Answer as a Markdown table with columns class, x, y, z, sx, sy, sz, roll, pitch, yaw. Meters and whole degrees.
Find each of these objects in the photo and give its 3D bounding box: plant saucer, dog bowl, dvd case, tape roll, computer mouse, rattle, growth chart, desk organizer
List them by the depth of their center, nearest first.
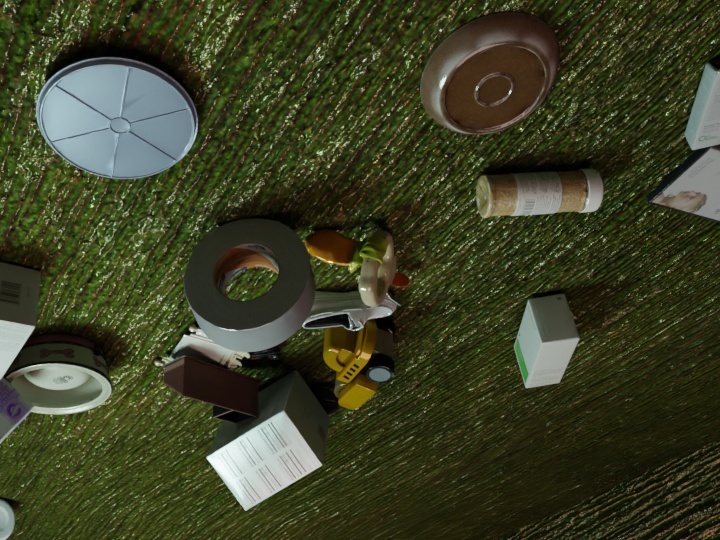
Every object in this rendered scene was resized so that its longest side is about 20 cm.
| class | x | y | z | sx | sy | sz | roll | pitch | yaw |
| --- | --- | --- | --- | --- | --- | --- | --- | --- | --- |
| plant saucer | 0.178 | -0.253 | 0.985 | 0.194 | 0.033 | 0.202 | -7 | 145 | -5 |
| tape roll | -0.169 | 0.019 | 1.118 | 0.194 | 0.205 | 0.067 | -9 | 147 | -2 |
| rattle | 0.000 | 0.000 | 1.263 | 0.139 | 0.134 | 0.200 | -7 | 174 | 13 |
| dvd case | 0.616 | -0.149 | 1.271 | 0.195 | 0.018 | 0.143 | 9 | 140 | -27 |
| dog bowl | -0.567 | 0.193 | 1.364 | 0.194 | 0.075 | 0.202 | -8 | 145 | -5 |
| computer mouse | -0.198 | 0.126 | 1.403 | 0.106 | 0.045 | 0.202 | 0 | 144 | -14 |
| growth chart | -0.302 | 0.166 | 1.414 | 0.142 | 0.018 | 0.199 | 24 | 139 | -24 |
| desk organizer | -0.291 | 0.237 | 1.426 | 0.071 | 0.079 | 0.198 | -23 | 146 | 32 |

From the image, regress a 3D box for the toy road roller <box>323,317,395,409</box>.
| class | x | y | z | sx | sy | sz | roll | pitch | yaw |
| --- | --- | --- | --- | --- | --- | --- | --- | --- | --- |
| toy road roller | -0.022 | 0.171 | 1.459 | 0.143 | 0.125 | 0.201 | 21 | 136 | -18 |

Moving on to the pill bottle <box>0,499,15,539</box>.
| class | x | y | z | sx | sy | sz | roll | pitch | yaw |
| --- | --- | --- | --- | --- | --- | --- | --- | --- | --- |
| pill bottle | -1.001 | 0.680 | 1.898 | 0.198 | 0.115 | 0.112 | -32 | 141 | 28 |

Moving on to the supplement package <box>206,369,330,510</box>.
| class | x | y | z | sx | sy | sz | roll | pitch | yaw |
| --- | --- | --- | --- | --- | --- | --- | --- | --- | --- |
| supplement package | -0.187 | 0.353 | 1.533 | 0.197 | 0.192 | 0.149 | -32 | 103 | 12 |

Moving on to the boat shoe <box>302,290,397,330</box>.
| class | x | y | z | sx | sy | sz | roll | pitch | yaw |
| --- | --- | --- | --- | --- | --- | --- | --- | --- | --- |
| boat shoe | -0.021 | 0.080 | 1.365 | 0.194 | 0.070 | 0.073 | 4 | 144 | -21 |

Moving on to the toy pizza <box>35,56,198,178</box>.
| class | x | y | z | sx | sy | sz | roll | pitch | yaw |
| --- | --- | --- | --- | --- | --- | --- | --- | --- | --- |
| toy pizza | -0.306 | -0.194 | 0.925 | 0.194 | 0.032 | 0.202 | -9 | 145 | -6 |

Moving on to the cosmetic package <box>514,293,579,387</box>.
| class | x | y | z | sx | sy | sz | roll | pitch | yaw |
| --- | --- | --- | --- | --- | --- | --- | --- | --- | --- |
| cosmetic package | 0.391 | 0.152 | 1.543 | 0.082 | 0.110 | 0.202 | -8 | 144 | -3 |

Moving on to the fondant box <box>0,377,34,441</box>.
| class | x | y | z | sx | sy | sz | roll | pitch | yaw |
| --- | --- | --- | --- | --- | --- | --- | --- | --- | --- |
| fondant box | -0.680 | 0.220 | 1.229 | 0.200 | 0.145 | 0.058 | 46 | 125 | -10 |

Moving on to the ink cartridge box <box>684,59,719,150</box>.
| class | x | y | z | sx | sy | sz | roll | pitch | yaw |
| --- | --- | --- | --- | --- | --- | --- | --- | --- | --- |
| ink cartridge box | 0.593 | -0.277 | 1.061 | 0.194 | 0.041 | 0.202 | -11 | 145 | 0 |

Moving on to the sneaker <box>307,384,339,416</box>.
| class | x | y | z | sx | sy | sz | roll | pitch | yaw |
| --- | --- | --- | --- | --- | --- | --- | --- | --- | --- |
| sneaker | -0.142 | 0.321 | 1.689 | 0.194 | 0.078 | 0.116 | -4 | 155 | 3 |

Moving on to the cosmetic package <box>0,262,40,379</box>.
| class | x | y | z | sx | sy | sz | roll | pitch | yaw |
| --- | --- | --- | --- | --- | --- | --- | --- | --- | --- |
| cosmetic package | -0.593 | 0.087 | 1.176 | 0.083 | 0.110 | 0.199 | 15 | 140 | -35 |

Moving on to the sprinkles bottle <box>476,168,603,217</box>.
| class | x | y | z | sx | sy | sz | roll | pitch | yaw |
| --- | --- | --- | --- | --- | --- | --- | --- | --- | --- |
| sprinkles bottle | 0.286 | -0.124 | 1.165 | 0.194 | 0.070 | 0.069 | -4 | 146 | -10 |
